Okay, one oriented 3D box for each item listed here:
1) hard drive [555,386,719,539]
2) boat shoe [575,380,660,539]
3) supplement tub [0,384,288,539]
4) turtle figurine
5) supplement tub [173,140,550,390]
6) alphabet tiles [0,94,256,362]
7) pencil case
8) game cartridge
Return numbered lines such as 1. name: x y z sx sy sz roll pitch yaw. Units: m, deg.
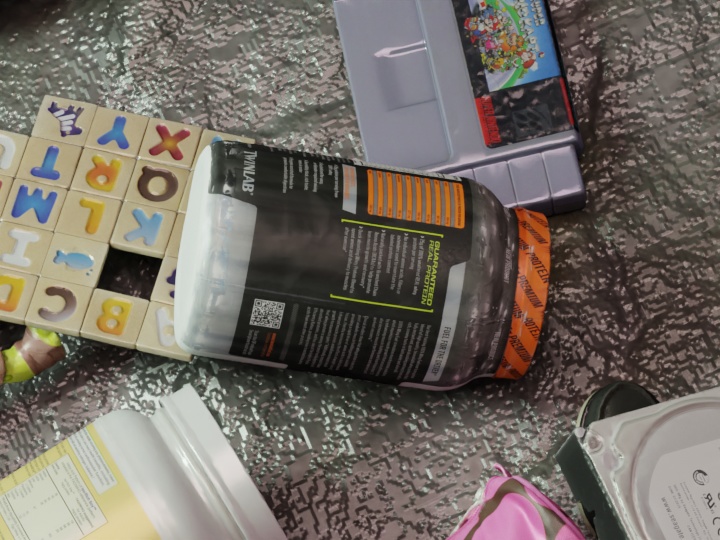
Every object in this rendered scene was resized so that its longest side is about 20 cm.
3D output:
1. hard drive: 0.221 0.127 1.590 0.199 0.038 0.140 -12 65 -27
2. boat shoe: 0.165 0.150 1.614 0.073 0.063 0.203 -5 66 -10
3. supplement tub: -0.146 0.167 1.609 0.199 0.146 0.146 -32 68 -5
4. turtle figurine: -0.249 0.076 1.697 0.161 0.065 0.200 -37 37 -14
5. supplement tub: 0.000 0.000 1.653 0.198 0.123 0.123 9 69 -8
6. alphabet tiles: -0.175 -0.034 1.728 0.198 0.008 0.168 12 53 3
7. pencil case: 0.037 0.200 1.604 0.200 0.091 0.094 -40 73 -7
8. game cartridge: 0.057 -0.119 1.758 0.129 0.038 0.201 -15 67 6
